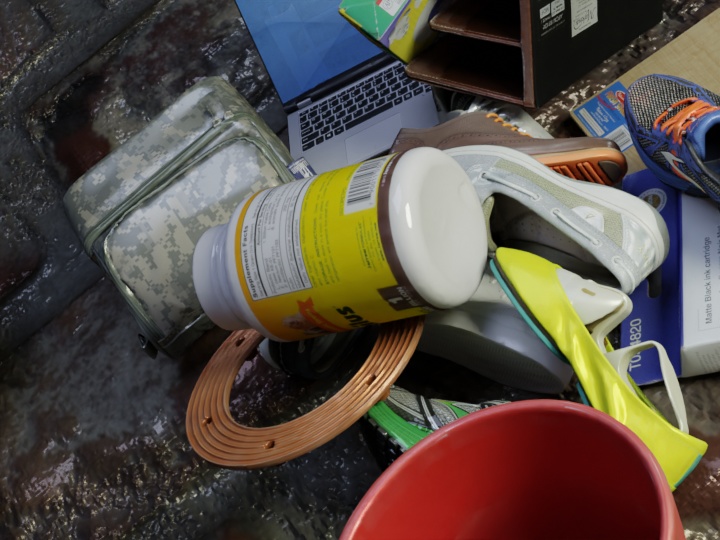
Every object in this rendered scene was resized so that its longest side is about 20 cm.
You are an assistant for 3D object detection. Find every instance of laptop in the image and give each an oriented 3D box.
[{"bbox_3d":[-0.009,-0.200,1.466,0.186,0.116,0.201,-25,38,15],"label":"laptop"}]

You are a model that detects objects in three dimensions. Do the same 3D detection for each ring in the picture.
[{"bbox_3d":[-0.038,0.069,1.167,0.199,0.019,0.201,-26,30,16],"label":"ring"}]

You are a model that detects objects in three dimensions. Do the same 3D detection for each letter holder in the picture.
[{"bbox_3d":[0.134,-0.224,1.316,0.141,0.102,0.199,17,37,35],"label":"letter holder"}]

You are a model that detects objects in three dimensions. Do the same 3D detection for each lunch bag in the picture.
[{"bbox_3d":[-0.128,-0.038,1.378,0.199,0.140,0.168,-37,55,1],"label":"lunch bag"}]

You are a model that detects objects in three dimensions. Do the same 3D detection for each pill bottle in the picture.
[{"bbox_3d":[-0.019,-0.012,1.135,0.198,0.109,0.110,-13,42,34],"label":"pill bottle"}]

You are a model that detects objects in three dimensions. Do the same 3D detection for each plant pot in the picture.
[{"bbox_3d":[0.106,0.202,0.891,0.198,0.178,0.202,-21,39,18],"label":"plant pot"}]

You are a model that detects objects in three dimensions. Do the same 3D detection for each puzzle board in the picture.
[{"bbox_3d":[0.261,-0.113,1.243,0.150,0.017,0.201,-35,36,4],"label":"puzzle board"}]

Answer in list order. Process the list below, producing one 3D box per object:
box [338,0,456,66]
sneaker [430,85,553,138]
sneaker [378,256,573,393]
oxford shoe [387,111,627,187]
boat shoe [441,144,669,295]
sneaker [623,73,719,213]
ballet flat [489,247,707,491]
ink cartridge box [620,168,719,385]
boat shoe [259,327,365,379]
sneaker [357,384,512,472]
[{"bbox_3d":[0.052,-0.225,1.312,0.048,0.200,0.118,38,97,9],"label":"box"},{"bbox_3d":[0.112,-0.100,1.293,0.076,0.081,0.200,-37,38,-5],"label":"sneaker"},{"bbox_3d":[0.099,0.013,1.187,0.199,0.074,0.116,20,66,49],"label":"sneaker"},{"bbox_3d":[0.104,-0.089,1.217,0.198,0.071,0.074,-3,64,27],"label":"oxford shoe"},{"bbox_3d":[0.113,-0.032,1.137,0.200,0.075,0.065,20,44,29],"label":"boat shoe"},{"bbox_3d":[0.238,-0.085,1.087,0.075,0.079,0.200,-39,41,-2],"label":"sneaker"},{"bbox_3d":[0.158,0.053,1.059,0.067,0.067,0.201,-37,63,16],"label":"ballet flat"},{"bbox_3d":[0.264,-0.026,1.108,0.198,0.041,0.201,-14,47,25],"label":"ink cartridge box"},{"bbox_3d":[0.000,0.000,1.285,0.060,0.075,0.201,19,74,48],"label":"boat shoe"},{"bbox_3d":[0.072,0.122,1.103,0.085,0.079,0.199,-41,42,-24],"label":"sneaker"}]
